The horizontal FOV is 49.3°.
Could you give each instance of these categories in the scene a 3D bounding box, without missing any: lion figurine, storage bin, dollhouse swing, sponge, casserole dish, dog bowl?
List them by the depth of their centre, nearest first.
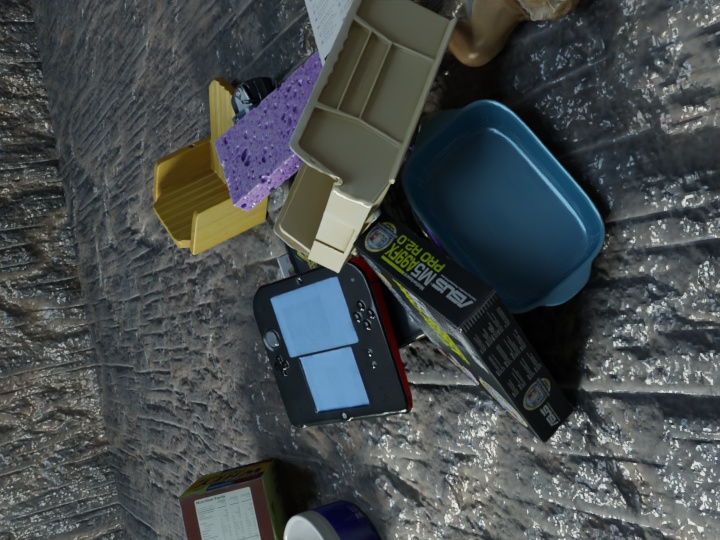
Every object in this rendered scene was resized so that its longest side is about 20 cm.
[{"bbox_3d":[0.122,-0.054,0.677,0.121,0.039,0.201,-39,70,8],"label":"casserole dish"},{"bbox_3d":[0.118,-0.232,0.681,0.124,0.071,0.200,65,162,10],"label":"lion figurine"},{"bbox_3d":[-0.005,-0.126,0.741,0.200,0.092,0.201,121,171,-70],"label":"storage bin"},{"bbox_3d":[-0.095,-0.175,0.978,0.199,0.030,0.113,-36,56,23],"label":"sponge"},{"bbox_3d":[-0.033,0.438,1.116,0.199,0.078,0.204,25,119,55],"label":"dog bowl"},{"bbox_3d":[-0.251,-0.172,1.232,0.200,0.180,0.178,46,156,44],"label":"dollhouse swing"}]

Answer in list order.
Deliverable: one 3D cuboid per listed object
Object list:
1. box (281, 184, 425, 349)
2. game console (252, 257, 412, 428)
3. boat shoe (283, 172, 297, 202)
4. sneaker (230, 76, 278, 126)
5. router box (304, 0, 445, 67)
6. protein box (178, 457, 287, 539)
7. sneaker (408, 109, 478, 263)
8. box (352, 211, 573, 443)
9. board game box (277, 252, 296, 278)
[{"bbox_3d":[0.000,0.000,0.895,0.158,0.046,0.203,-31,79,40],"label":"box"},{"bbox_3d":[-0.038,0.087,0.896,0.198,0.031,0.180,-17,88,43],"label":"game console"},{"bbox_3d":[-0.038,-0.043,0.993,0.064,0.071,0.203,-29,74,40],"label":"boat shoe"},{"bbox_3d":[-0.114,-0.200,1.065,0.201,0.076,0.149,-12,90,60],"label":"sneaker"},{"bbox_3d":[0.004,-0.325,0.851,0.199,0.048,0.183,-30,73,59],"label":"router box"},{"bbox_3d":[-0.189,0.429,1.254,0.199,0.132,0.204,104,153,-85],"label":"protein box"},{"bbox_3d":[0.096,-0.046,0.769,0.100,0.068,0.203,129,127,-62],"label":"sneaker"},{"bbox_3d":[0.093,0.051,0.700,0.160,0.044,0.200,41,174,47],"label":"box"},{"bbox_3d":[-0.049,0.084,1.018,0.126,0.034,0.203,70,178,-73],"label":"board game box"}]
